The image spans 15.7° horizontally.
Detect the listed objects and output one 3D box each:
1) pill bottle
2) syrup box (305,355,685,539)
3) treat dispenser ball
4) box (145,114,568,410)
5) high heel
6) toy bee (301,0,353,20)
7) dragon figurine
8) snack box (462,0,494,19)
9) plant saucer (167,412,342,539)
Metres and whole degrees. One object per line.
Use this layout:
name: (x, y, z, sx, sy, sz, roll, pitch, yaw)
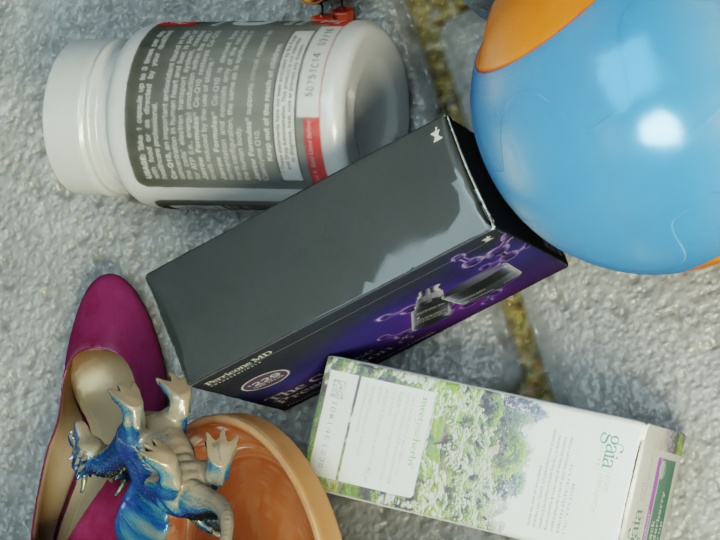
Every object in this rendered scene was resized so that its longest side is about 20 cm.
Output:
pill bottle: (-0.082, -0.093, 1.570, 0.200, 0.114, 0.114, 2, 80, 22)
syrup box: (0.075, 0.108, 1.483, 0.200, 0.081, 0.079, 11, 87, 24)
treat dispenser ball: (0.160, -0.097, 1.423, 0.201, 0.201, 0.201, -5, 78, 22)
box: (0.000, 0.000, 1.503, 0.200, 0.141, 0.079, -28, 70, 16)
high heel: (-0.164, 0.095, 1.576, 0.067, 0.096, 0.200, -9, 76, 21)
toy bee: (-0.008, -0.202, 1.579, 0.131, 0.200, 0.109, -20, 101, -17)
dragon figurine: (-0.107, 0.127, 1.476, 0.200, 0.059, 0.099, 47, 141, 44)
snack box: (0.094, -0.257, 1.500, 0.068, 0.169, 0.200, 12, 83, 22)
plant saucer: (-0.063, 0.181, 1.506, 0.200, 0.032, 0.200, 10, 102, 54)
